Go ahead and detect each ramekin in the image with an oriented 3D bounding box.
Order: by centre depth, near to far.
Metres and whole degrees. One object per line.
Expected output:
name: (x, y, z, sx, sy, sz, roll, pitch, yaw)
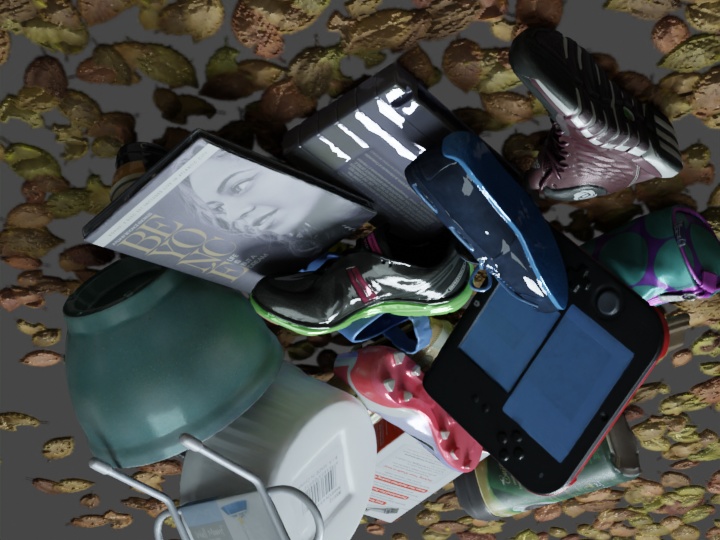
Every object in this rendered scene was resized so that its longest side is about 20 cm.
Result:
ramekin: (-0.070, 0.192, 1.185, 0.097, 0.202, 0.201, 14, 153, 33)

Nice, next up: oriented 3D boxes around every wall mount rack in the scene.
wall mount rack: (-0.135, 0.213, 1.069, 0.199, 0.074, 0.175, -19, 100, 35)

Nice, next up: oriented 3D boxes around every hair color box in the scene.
hair color box: (0.044, 0.209, 1.413, 0.110, 0.064, 0.200, 20, 137, -27)

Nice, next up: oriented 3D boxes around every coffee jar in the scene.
coffee jar: (0.205, 0.219, 1.402, 0.199, 0.086, 0.104, -23, 162, 26)

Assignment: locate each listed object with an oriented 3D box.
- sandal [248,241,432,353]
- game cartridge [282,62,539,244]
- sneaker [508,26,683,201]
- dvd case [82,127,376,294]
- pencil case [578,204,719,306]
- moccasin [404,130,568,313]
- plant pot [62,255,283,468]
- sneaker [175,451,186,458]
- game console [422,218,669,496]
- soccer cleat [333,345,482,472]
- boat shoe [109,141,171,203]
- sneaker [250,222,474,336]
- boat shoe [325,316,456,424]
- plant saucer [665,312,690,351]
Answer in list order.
sandal: (-0.006, 0.027, 1.153, 0.197, 0.088, 0.080, 4, 145, -4)
game cartridge: (0.043, -0.084, 1.051, 0.129, 0.039, 0.199, -24, 138, 33)
sneaker: (0.158, -0.106, 0.991, 0.199, 0.076, 0.115, 29, 137, -35)
dvd case: (-0.104, -0.040, 1.024, 0.148, 0.016, 0.199, -35, 144, 31)
pencil case: (0.226, 0.016, 1.137, 0.199, 0.093, 0.085, -28, 136, 32)
moccasin: (0.107, -0.038, 1.040, 0.068, 0.081, 0.200, -20, 125, 28)
plant pot: (-0.187, 0.062, 1.130, 0.198, 0.201, 0.135, -17, 114, 21)
sneaker: (-0.116, 0.147, 1.251, 0.128, 0.081, 0.199, 4, 176, -4)
game console: (0.161, 0.077, 1.108, 0.031, 0.177, 0.201, 1, 125, -58)
soccer cleat: (0.053, 0.135, 1.228, 0.076, 0.067, 0.200, 3, 150, 43)
boat shoe: (-0.129, -0.057, 1.062, 0.074, 0.063, 0.199, -36, 143, 29)
sneaker: (0.000, 0.000, 1.078, 0.198, 0.077, 0.085, -10, 123, -11)
boat shoe: (0.011, 0.101, 1.268, 0.199, 0.072, 0.076, -35, 134, 21)
plant saucer: (0.226, 0.089, 1.203, 0.198, 0.030, 0.200, -19, 170, -3)
